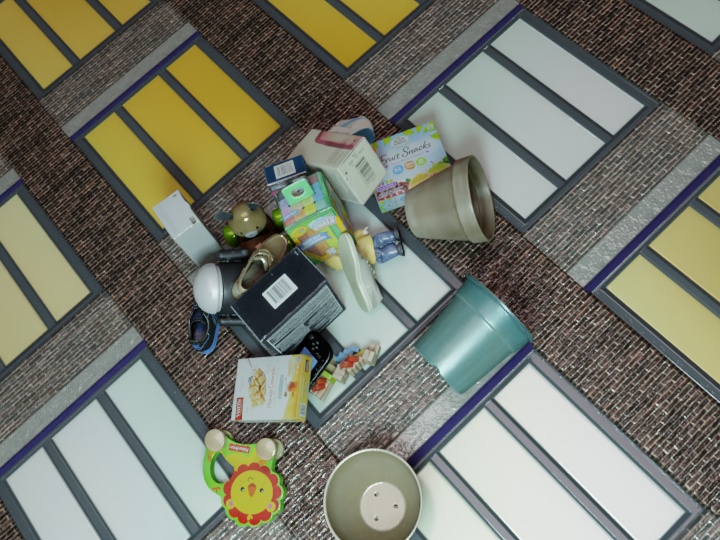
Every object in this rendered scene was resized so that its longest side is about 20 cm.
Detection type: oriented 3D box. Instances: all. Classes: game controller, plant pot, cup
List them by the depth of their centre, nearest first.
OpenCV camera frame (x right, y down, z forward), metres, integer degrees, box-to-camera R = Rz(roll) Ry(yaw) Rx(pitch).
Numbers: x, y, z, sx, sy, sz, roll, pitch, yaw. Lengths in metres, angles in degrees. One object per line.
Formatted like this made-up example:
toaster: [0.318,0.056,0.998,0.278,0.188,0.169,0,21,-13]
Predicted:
cup: [0.036,0.478,1.483,0.198,0.143,0.202,-4,67,10]
plant pot: [0.233,0.147,1.562,0.196,0.200,0.200,-45,66,1]
game controller: [-0.138,0.234,1.638,0.201,0.042,0.104,-54,35,6]
plant pot: [0.204,-0.150,1.695,0.172,0.200,0.202,-12,65,25]

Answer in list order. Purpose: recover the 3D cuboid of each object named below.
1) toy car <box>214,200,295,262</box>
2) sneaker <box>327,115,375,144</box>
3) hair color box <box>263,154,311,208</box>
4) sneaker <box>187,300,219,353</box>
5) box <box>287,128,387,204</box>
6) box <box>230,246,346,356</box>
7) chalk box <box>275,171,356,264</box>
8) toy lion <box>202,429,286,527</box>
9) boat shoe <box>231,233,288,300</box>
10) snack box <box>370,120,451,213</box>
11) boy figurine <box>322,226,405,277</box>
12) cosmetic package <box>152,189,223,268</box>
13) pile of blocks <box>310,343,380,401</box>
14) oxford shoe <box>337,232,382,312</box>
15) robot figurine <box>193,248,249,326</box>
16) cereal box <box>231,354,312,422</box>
toy car: [-0.266,-0.102,1.749,0.163,0.200,0.159,-19,65,4]
sneaker: [-0.061,-0.336,1.879,0.198,0.077,0.081,-18,44,7]
hair color box: [-0.152,-0.179,1.754,0.099,0.200,0.061,-19,55,4]
sneaker: [-0.374,0.097,1.757,0.069,0.078,0.202,-3,68,11]
box: [-0.057,-0.253,1.754,0.199,0.128,0.109,20,66,45]
box: [-0.160,0.084,1.652,0.200,0.199,0.123,-42,66,-7]
chalk box: [-0.110,-0.131,1.674,0.124,0.200,0.124,-25,52,9]
toy lion: [-0.257,0.461,1.601,0.198,0.069,0.193,7,77,14]
boat shoe: [-0.222,-0.015,1.660,0.072,0.065,0.200,36,57,-2]
snack box: [0.117,-0.258,1.806,0.198,0.068,0.170,-18,66,3]
boy figurine: [0.006,-0.037,1.741,0.198,0.064,0.125,-17,82,7]
cosmetic package: [-0.416,-0.095,1.777,0.081,0.200,0.113,-37,65,-5]
pile of blocks: [-0.047,0.215,1.651,0.199,0.062,0.082,-34,66,-4]
oxford shoe: [0.000,0.000,1.684,0.057,0.201,0.075,-29,20,-21]
robot figurine: [-0.295,0.041,1.717,0.198,0.125,0.151,-2,56,-22]
cereal box: [-0.202,0.266,1.628,0.199,0.039,0.145,-10,67,34]
